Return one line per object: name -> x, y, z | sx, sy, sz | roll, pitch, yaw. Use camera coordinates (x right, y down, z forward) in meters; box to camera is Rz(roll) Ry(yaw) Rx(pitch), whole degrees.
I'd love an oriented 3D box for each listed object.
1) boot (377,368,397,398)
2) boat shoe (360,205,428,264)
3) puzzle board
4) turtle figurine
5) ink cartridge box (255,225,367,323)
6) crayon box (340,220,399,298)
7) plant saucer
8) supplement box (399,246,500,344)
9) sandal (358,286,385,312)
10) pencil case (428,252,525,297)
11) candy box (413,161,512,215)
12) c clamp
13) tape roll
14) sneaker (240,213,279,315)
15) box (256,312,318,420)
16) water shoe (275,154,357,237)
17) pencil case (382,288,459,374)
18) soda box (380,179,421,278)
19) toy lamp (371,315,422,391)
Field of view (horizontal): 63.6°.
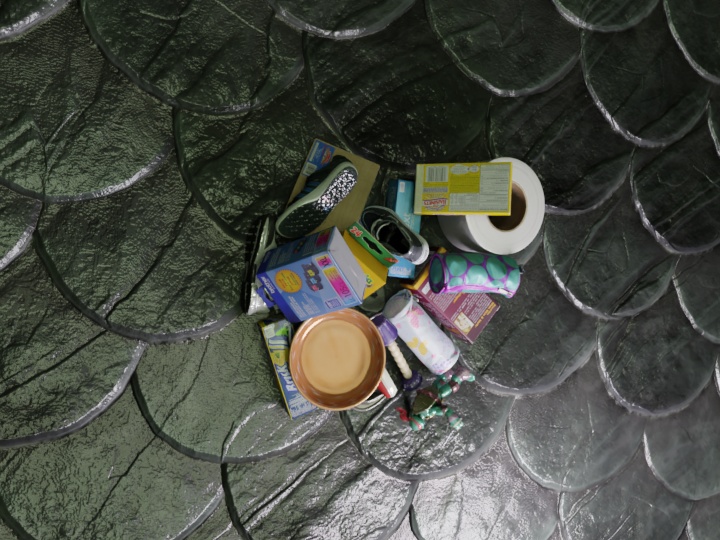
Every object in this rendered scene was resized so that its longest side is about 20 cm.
boot -> -0.027, 0.219, 1.222 | 0.144, 0.072, 0.201 | -41, 94, -7
boat shoe -> 0.052, -0.079, 1.176 | 0.067, 0.200, 0.073 | 14, 113, -45
puzzle board -> -0.062, -0.154, 1.193 | 0.148, 0.017, 0.204 | 22, 77, 0
turtle figurine -> 0.162, 0.296, 1.269 | 0.201, 0.148, 0.102 | -49, 124, -24
ink cartridge box -> -0.104, 0.017, 1.105 | 0.196, 0.077, 0.138 | -17, 123, 27
crayon box -> -0.034, 0.006, 1.160 | 0.126, 0.051, 0.199 | 39, 126, -19
plant saucer -> -0.048, 0.174, 1.161 | 0.195, 0.037, 0.206 | 0, 88, -12
supplement box -> 0.199, 0.054, 1.295 | 0.200, 0.085, 0.111 | 43, 80, -17
sandal -> -0.001, 0.000, 1.244 | 0.075, 0.043, 0.204 | -25, 102, -15
pencil case -> 0.240, 0.011, 1.215 | 0.195, 0.086, 0.094 | 2, 50, -21
candy box -> 0.206, -0.165, 1.177 | 0.195, 0.026, 0.105 | 3, 88, 21
c clamp -> 0.022, 0.201, 1.276 | 0.167, 0.027, 0.205 | -18, 99, -17
tape roll -> 0.285, -0.140, 1.282 | 0.198, 0.139, 0.208 | -2, 96, -19
sneaker -> -0.190, -0.011, 1.171 | 0.078, 0.073, 0.205 | 5, 98, -31
box -> -0.150, 0.194, 1.193 | 0.063, 0.070, 0.205 | -19, 100, -17
water shoe -> -0.090, -0.145, 1.154 | 0.199, 0.079, 0.072 | -38, 130, 4
pencil case -> 0.133, 0.135, 1.276 | 0.082, 0.091, 0.201 | -29, 112, 31
soda box -> 0.087, -0.089, 1.254 | 0.063, 0.068, 0.205 | 6, 92, -18
toy lamp -> 0.075, 0.177, 1.242 | 0.058, 0.058, 0.202 | -38, 123, -13
